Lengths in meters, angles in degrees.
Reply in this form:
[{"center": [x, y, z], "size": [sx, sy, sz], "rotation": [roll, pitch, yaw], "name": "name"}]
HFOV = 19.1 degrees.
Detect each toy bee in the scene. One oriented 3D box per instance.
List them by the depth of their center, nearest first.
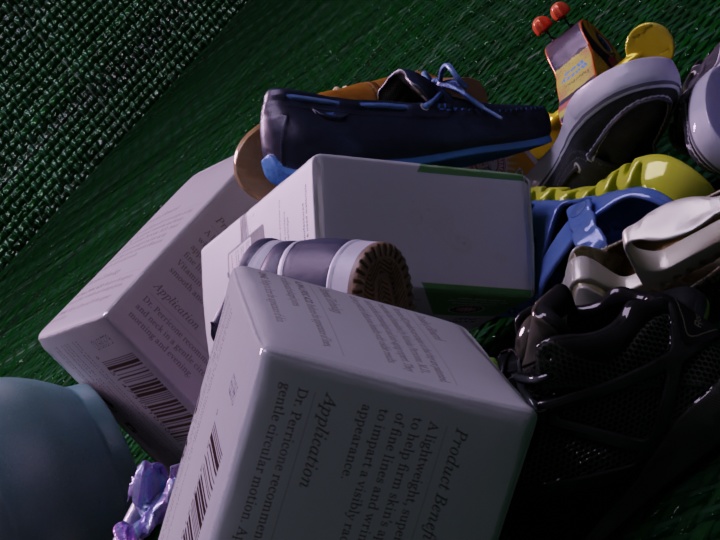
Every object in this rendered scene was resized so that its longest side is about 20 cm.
[{"center": [0.161, -0.134, 1.543], "size": [0.131, 0.109, 0.200], "rotation": [-44, 13, 3], "name": "toy bee"}]

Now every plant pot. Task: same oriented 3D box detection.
[{"center": [-0.251, 0.166, 1.660], "size": [0.134, 0.200, 0.200], "rotation": [-23, 5, -22], "name": "plant pot"}]

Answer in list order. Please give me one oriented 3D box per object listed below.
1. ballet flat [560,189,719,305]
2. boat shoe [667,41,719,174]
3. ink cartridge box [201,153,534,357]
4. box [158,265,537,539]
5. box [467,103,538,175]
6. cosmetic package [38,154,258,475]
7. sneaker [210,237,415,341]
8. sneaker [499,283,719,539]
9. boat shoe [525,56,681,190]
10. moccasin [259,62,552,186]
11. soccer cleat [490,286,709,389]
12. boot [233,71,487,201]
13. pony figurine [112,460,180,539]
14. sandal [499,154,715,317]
[{"center": [0.161, -0.004, 1.177], "size": [0.200, 0.075, 0.068], "rotation": [-32, 54, 33], "name": "ballet flat"}, {"center": [0.224, -0.099, 1.338], "size": [0.066, 0.070, 0.200], "rotation": [-42, 11, 30], "name": "boat shoe"}, {"center": [0.000, 0.000, 1.350], "size": [0.200, 0.146, 0.083], "rotation": [146, 124, -62], "name": "ink cartridge box"}, {"center": [-0.020, 0.122, 1.031], "size": [0.200, 0.131, 0.199], "rotation": [-125, 51, -78], "name": "box"}, {"center": [0.046, -0.027, 1.525], "size": [0.101, 0.113, 0.200], "rotation": [-48, 15, -28], "name": "box"}, {"center": [-0.110, 0.033, 1.673], "size": [0.200, 0.165, 0.165], "rotation": [-48, 14, -25], "name": "cosmetic package"}, {"center": [-0.024, 0.074, 1.209], "size": [0.108, 0.200, 0.070], "rotation": [9, 20, 36], "name": "sneaker"}, {"center": [0.089, 0.083, 1.052], "size": [0.199, 0.114, 0.076], "rotation": [-44, 12, 9], "name": "sneaker"}, {"center": [0.154, -0.065, 1.350], "size": [0.069, 0.057, 0.200], "rotation": [-7, -24, -21], "name": "boat shoe"}, {"center": [0.033, -0.097, 1.343], "size": [0.200, 0.068, 0.080], "rotation": [-7, -6, -31], "name": "moccasin"}, {"center": [0.097, 0.067, 1.143], "size": [0.200, 0.081, 0.068], "rotation": [-40, 13, 9], "name": "soccer cleat"}, {"center": [-0.025, -0.085, 1.438], "size": [0.201, 0.071, 0.144], "rotation": [-21, 9, -30], "name": "boot"}, {"center": [-0.156, 0.214, 1.334], "size": [0.200, 0.166, 0.193], "rotation": [-54, -15, -31], "name": "pony figurine"}, {"center": [0.127, -0.007, 1.312], "size": [0.200, 0.079, 0.087], "rotation": [-27, 23, 54], "name": "sandal"}]
